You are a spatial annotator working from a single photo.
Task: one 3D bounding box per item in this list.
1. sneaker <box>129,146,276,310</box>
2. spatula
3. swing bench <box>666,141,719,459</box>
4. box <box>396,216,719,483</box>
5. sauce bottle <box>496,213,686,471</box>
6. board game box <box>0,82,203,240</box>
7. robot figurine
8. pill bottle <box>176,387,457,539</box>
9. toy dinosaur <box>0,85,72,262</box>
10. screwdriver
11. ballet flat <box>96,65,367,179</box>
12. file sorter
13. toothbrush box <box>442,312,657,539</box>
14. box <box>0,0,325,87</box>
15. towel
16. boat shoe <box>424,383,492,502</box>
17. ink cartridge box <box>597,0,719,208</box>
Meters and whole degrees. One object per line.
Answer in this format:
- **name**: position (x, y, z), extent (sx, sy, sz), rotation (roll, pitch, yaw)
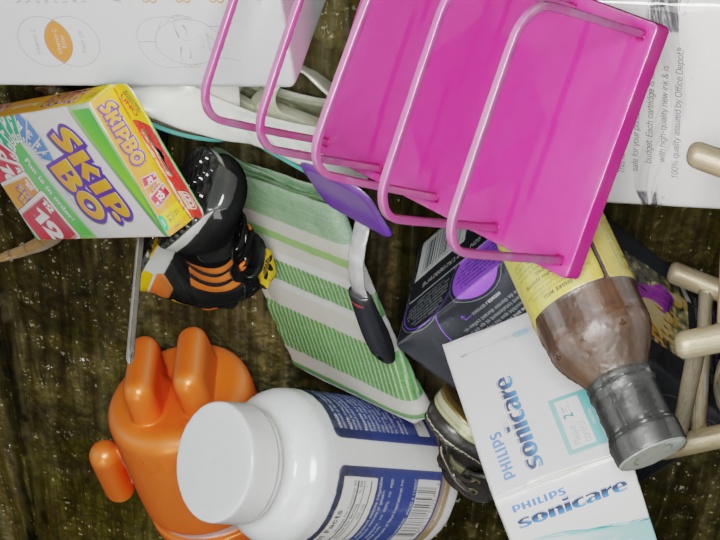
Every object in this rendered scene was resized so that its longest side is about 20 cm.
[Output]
- **sneaker**: position (-0.090, -0.021, 1.076), extent (0.089, 0.071, 0.200), rotation (20, 159, -14)
- **spatula**: position (0.000, 0.000, 0.994), extent (0.056, 0.021, 0.201), rotation (29, 152, 28)
- **swing bench**: position (0.276, 0.029, 0.921), extent (0.197, 0.131, 0.199), rotation (4, 159, 9)
- **box**: position (0.141, 0.041, 1.086), extent (0.199, 0.107, 0.122), rotation (37, 130, -18)
- **sauce bottle**: position (0.120, 0.012, 0.897), extent (0.064, 0.202, 0.065), rotation (-17, 156, -8)
- **board game box**: position (-0.177, -0.065, 1.020), extent (0.199, 0.030, 0.096), rotation (-2, 124, 51)
- **robot figurine**: position (-0.124, 0.138, 1.239), extent (0.116, 0.143, 0.201), rotation (31, 148, 44)
- **pill bottle**: position (-0.031, 0.143, 1.162), extent (0.199, 0.112, 0.111), rotation (11, 145, -45)
- **toy dinosaur**: position (-0.202, -0.056, 1.143), extent (0.106, 0.060, 0.201), rotation (35, 135, 15)
- **screwdriver**: position (-0.146, -0.025, 1.046), extent (0.029, 0.202, 0.028), rotation (6, 144, -2)
- **ballet flat**: position (-0.069, -0.111, 1.025), extent (0.198, 0.070, 0.069), rotation (18, 136, -28)
- **file sorter**: position (0.030, -0.101, 0.858), extent (0.199, 0.125, 0.140), rotation (29, 106, 38)
- **toothbrush box**: position (0.129, 0.145, 0.999), extent (0.084, 0.147, 0.201), rotation (-21, 125, 4)
- **box**: position (-0.132, -0.200, 0.948), extent (0.197, 0.107, 0.153), rotation (3, 132, 13)
- **towel**: position (-0.028, 0.012, 1.115), extent (0.152, 0.023, 0.201), rotation (23, 145, 46)
- **boat shoe**: position (0.088, 0.132, 1.143), extent (0.065, 0.073, 0.200), rotation (-43, 151, 8)
- **ink cartridge box**: position (0.193, -0.116, 0.949), extent (0.197, 0.084, 0.147), rotation (4, 131, 12)
